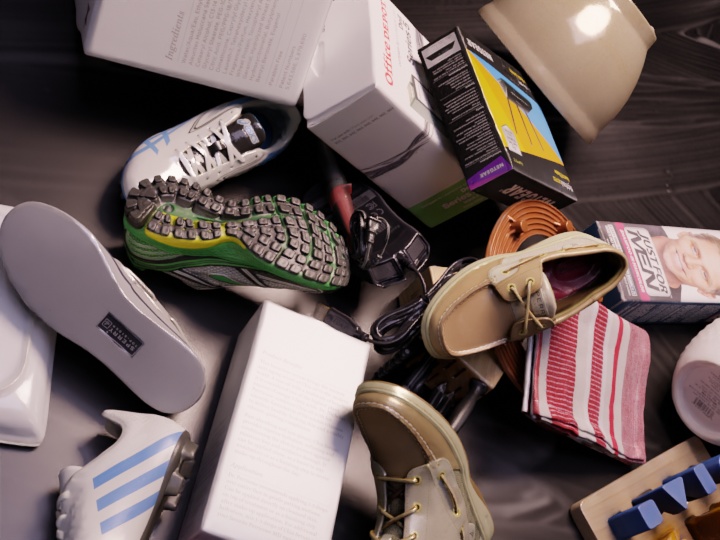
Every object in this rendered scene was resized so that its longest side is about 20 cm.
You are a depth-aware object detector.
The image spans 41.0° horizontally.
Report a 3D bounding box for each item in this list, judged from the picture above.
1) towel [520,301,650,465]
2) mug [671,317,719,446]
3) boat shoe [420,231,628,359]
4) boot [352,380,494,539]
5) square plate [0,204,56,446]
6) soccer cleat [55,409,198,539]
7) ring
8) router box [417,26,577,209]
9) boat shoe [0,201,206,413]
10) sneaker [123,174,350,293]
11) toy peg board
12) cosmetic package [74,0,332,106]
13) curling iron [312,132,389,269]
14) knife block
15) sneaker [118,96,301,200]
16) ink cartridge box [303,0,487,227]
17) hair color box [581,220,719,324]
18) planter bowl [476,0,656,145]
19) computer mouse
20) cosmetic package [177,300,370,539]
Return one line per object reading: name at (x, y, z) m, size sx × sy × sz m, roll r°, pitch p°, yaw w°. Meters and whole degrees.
towel at (0.224, 0.096, 0.930) m, size 0.199 × 0.023 × 0.145 m, roll 27°, pitch 62°, yaw -41°
mug at (0.432, 0.132, 1.007) m, size 0.174 × 0.148 × 0.201 m, roll -15°, pitch 59°, yaw -34°
boat shoe at (0.143, 0.019, 0.826) m, size 0.199 × 0.066 × 0.074 m, roll -28°, pitch 108°, yaw -22°
boot at (0.026, 0.201, 0.745) m, size 0.155 × 0.072 × 0.201 m, roll -53°, pitch 126°, yaw -37°
square plate at (-0.320, 0.020, 0.714) m, size 0.197 × 0.028 × 0.201 m, roll 13°, pitch 56°, yaw -24°
soccer cleat at (-0.185, 0.188, 0.677) m, size 0.086 × 0.070 × 0.201 m, roll 19°, pitch 50°, yaw 0°
ring at (0.183, 0.029, 0.929) m, size 0.200 × 0.019 × 0.202 m, roll 13°, pitch 72°, yaw -46°
router box at (0.141, -0.139, 0.955) m, size 0.200 × 0.051 × 0.150 m, roll 8°, pitch 60°, yaw -61°
boat shoe at (-0.196, 0.028, 0.752) m, size 0.200 × 0.066 × 0.072 m, roll 42°, pitch 86°, yaw -8°
sneaker at (-0.104, -0.020, 0.825) m, size 0.199 × 0.085 × 0.078 m, roll 15°, pitch 52°, yaw -11°
toy peg board at (0.338, 0.266, 0.910) m, size 0.199 × 0.098 × 0.200 m, roll -16°, pitch 71°, yaw -37°
cosmetic package at (-0.142, -0.274, 0.874) m, size 0.199 × 0.166 × 0.165 m, roll 10°, pitch 27°, yaw -26°
curling iron at (-0.014, -0.076, 0.895) m, size 0.025 × 0.050 × 0.201 m, roll 14°, pitch 35°, yaw -30°
knife block at (0.104, 0.089, 0.901) m, size 0.199 × 0.064 × 0.177 m, roll 5°, pitch 61°, yaw -29°
sneaker at (-0.134, -0.111, 0.871) m, size 0.200 × 0.072 × 0.072 m, roll -38°, pitch 99°, yaw -40°
ink cartridge box at (0.037, -0.158, 0.941) m, size 0.200 × 0.084 × 0.146 m, roll 35°, pitch 40°, yaw -43°
hair color box at (0.337, 0.004, 1.092) m, size 0.199 × 0.061 × 0.101 m, roll 2°, pitch 62°, yaw -30°
planter bowl at (0.246, -0.263, 1.092) m, size 0.200 × 0.135 × 0.200 m, roll 44°, pitch 17°, yaw -17°
computer mouse at (0.000, 0.000, 0.886) m, size 0.140 × 0.046 × 0.200 m, roll -39°, pitch 58°, yaw -23°
cosmetic package at (-0.066, 0.137, 0.765) m, size 0.101 × 0.071 × 0.201 m, roll 24°, pitch 53°, yaw -15°
